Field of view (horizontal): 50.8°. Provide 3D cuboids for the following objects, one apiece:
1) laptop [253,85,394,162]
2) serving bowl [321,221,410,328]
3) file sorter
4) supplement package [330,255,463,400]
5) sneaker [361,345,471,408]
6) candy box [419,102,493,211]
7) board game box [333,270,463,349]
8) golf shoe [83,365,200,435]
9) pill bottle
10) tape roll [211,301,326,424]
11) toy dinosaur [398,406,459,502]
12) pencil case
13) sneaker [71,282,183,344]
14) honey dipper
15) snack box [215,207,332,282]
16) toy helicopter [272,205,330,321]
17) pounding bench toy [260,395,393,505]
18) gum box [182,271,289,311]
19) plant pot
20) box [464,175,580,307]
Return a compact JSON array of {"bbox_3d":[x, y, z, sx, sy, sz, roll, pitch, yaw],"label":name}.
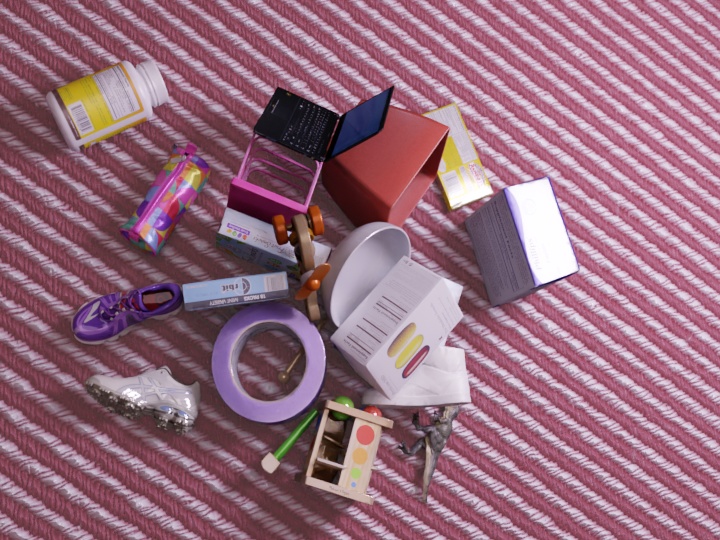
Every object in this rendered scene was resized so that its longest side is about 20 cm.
[{"bbox_3d":[-0.058,-0.273,1.281,0.196,0.105,0.179,23,36,-6],"label":"laptop"},{"bbox_3d":[0.000,0.000,1.326,0.200,0.202,0.065,-43,55,-18],"label":"serving bowl"},{"bbox_3d":[-0.152,-0.146,1.346,0.136,0.200,0.128,21,71,-7],"label":"file sorter"},{"bbox_3d":[0.064,0.099,1.316,0.200,0.109,0.114,-47,132,-12],"label":"supplement package"},{"bbox_3d":[0.096,0.186,1.363,0.194,0.074,0.119,-5,77,5],"label":"sneaker"},{"bbox_3d":[0.186,-0.230,1.532,0.100,0.026,0.205,-19,83,-19],"label":"candy box"},{"bbox_3d":[0.073,0.087,1.427,0.196,0.043,0.204,23,77,-7],"label":"board game box"},{"bbox_3d":[-0.368,0.205,1.296,0.196,0.078,0.099,23,57,-13],"label":"golf shoe"},{"bbox_3d":[-0.448,-0.301,1.354,0.197,0.109,0.111,-28,85,-17],"label":"pill bottle"},{"bbox_3d":[-0.156,0.163,1.318,0.194,0.085,0.206,0,77,-1],"label":"tape roll"},{"bbox_3d":[0.123,0.313,1.393,0.086,0.047,0.205,25,77,-14],"label":"toy dinosaur"},{"bbox_3d":[-0.347,-0.128,1.356,0.087,0.088,0.203,29,74,-5],"label":"pencil case"},{"bbox_3d":[-0.400,0.061,1.302,0.196,0.083,0.082,-23,83,-16],"label":"sneaker"},{"bbox_3d":[-0.088,0.122,1.390,0.038,0.038,0.202,35,77,-3],"label":"honey dipper"},{"bbox_3d":[-0.158,-0.039,1.349,0.195,0.142,0.054,22,76,-8],"label":"snack box"},{"bbox_3d":[-0.083,0.006,1.228,0.077,0.204,0.133,-14,39,-12],"label":"toy helicopter"},{"bbox_3d":[-0.062,0.294,1.309,0.195,0.124,0.160,19,74,-8],"label":"pounding bench toy"},{"bbox_3d":[-0.215,0.037,1.285,0.165,0.200,0.046,-8,88,-12],"label":"gum box"},{"bbox_3d":[0.031,-0.191,1.410,0.174,0.201,0.202,33,72,10],"label":"plant pot"},{"bbox_3d":[0.299,-0.049,1.429,0.102,0.200,0.189,-15,81,-16],"label":"box"}]
